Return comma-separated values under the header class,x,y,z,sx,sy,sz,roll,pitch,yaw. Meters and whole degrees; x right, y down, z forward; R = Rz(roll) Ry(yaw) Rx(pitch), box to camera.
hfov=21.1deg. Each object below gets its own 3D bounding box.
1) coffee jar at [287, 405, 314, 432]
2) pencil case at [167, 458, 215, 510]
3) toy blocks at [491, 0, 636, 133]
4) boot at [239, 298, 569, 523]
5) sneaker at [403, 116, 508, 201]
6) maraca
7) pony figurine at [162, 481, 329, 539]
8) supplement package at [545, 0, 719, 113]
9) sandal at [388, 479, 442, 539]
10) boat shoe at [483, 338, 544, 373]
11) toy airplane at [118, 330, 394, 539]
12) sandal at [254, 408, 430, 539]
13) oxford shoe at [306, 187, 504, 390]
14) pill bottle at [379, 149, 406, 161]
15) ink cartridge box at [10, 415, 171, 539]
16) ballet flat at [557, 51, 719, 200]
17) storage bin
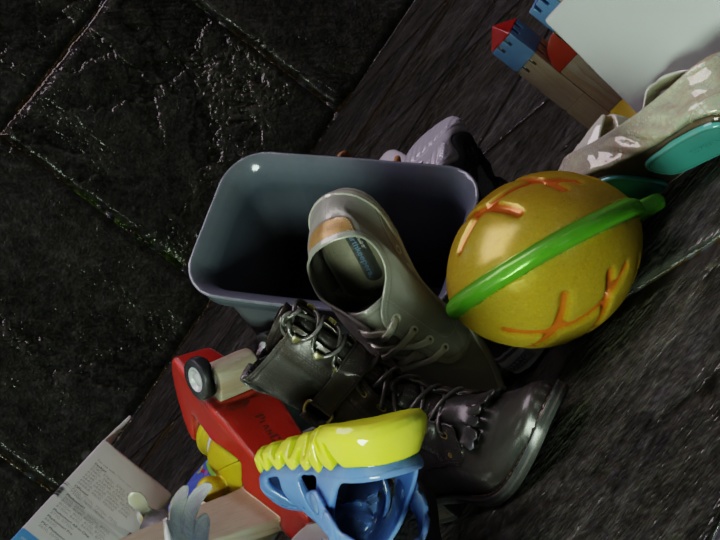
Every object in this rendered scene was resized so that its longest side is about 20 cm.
class,x,y,z,sx,sy,sz,roll,pitch,yaw
coffee jar,-0.024,0.117,1.537,0.200,0.104,0.085,-47,18,40
pencil case,-0.093,0.170,1.783,0.200,0.078,0.087,-52,37,6
toy blocks,0.195,-0.192,1.494,0.200,0.137,0.100,-46,11,40
boot,0.019,0.077,1.204,0.200,0.174,0.069,-42,13,54
sneaker,0.082,-0.034,1.559,0.075,0.114,0.200,-36,22,34
maraca,0.127,-0.010,1.243,0.137,0.107,0.200,-29,-6,28
pony figurine,-0.070,0.250,1.173,0.200,0.166,0.193,-44,44,33
supplement package,0.242,-0.208,1.296,0.200,0.117,0.117,-46,-2,38
sandal,0.040,0.192,1.107,0.075,0.045,0.200,-56,21,17
boat shoe,0.124,-0.007,1.390,0.069,0.057,0.200,-47,10,38
toy airplane,-0.058,0.158,1.365,0.141,0.200,0.199,111,175,-46
sandal,-0.010,0.134,1.139,0.079,0.087,0.200,-11,-6,-15
oxford shoe,0.026,0.039,1.254,0.075,0.200,0.058,-26,20,25
pill bottle,0.012,-0.004,1.820,0.200,0.112,0.112,-54,8,-1
ink cartridge box,-0.210,0.203,1.390,0.116,0.068,0.200,-51,0,35
ballet flat,0.189,-0.086,1.286,0.200,0.067,0.062,-29,57,48
storage bin,0.000,0.000,1.401,0.134,0.200,0.146,63,-141,-53
